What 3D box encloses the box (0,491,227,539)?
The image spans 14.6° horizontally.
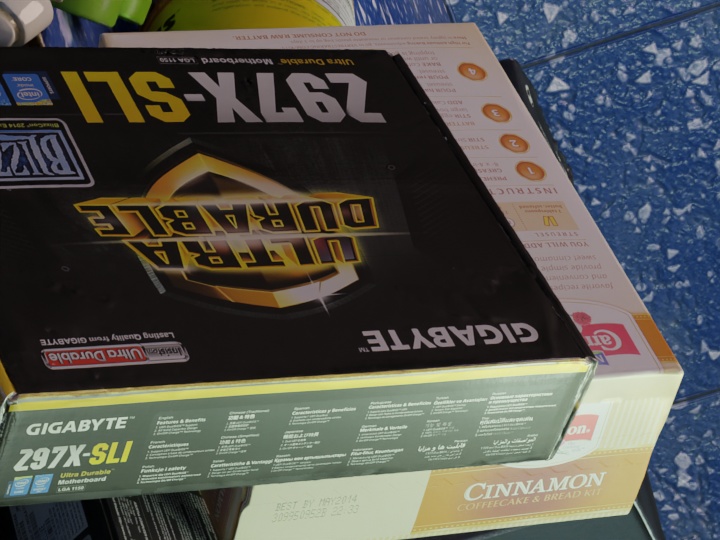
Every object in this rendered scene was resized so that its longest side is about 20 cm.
[{"bbox_3d":[-0.029,0.156,0.909,0.158,0.050,0.200,30,25,-41],"label":"box"}]

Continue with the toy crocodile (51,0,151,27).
[{"bbox_3d":[-0.119,-0.149,1.243,0.200,0.062,0.068,-42,154,-83],"label":"toy crocodile"}]

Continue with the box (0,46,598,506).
[{"bbox_3d":[-0.048,-0.005,0.874,0.160,0.200,0.049,59,-41,41],"label":"box"}]

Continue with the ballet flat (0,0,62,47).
[{"bbox_3d":[-0.123,-0.066,0.955,0.068,0.067,0.200,-42,120,-39],"label":"ballet flat"}]

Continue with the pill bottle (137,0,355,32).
[{"bbox_3d":[-0.055,-0.099,1.365,0.200,0.109,0.109,-95,165,-56],"label":"pill bottle"}]

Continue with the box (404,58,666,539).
[{"bbox_3d":[0.004,0.047,1.150,0.123,0.200,0.199,55,19,-65],"label":"box"}]

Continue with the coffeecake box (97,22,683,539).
[{"bbox_3d":[0.000,0.000,0.995,0.200,0.153,0.073,-117,-148,-43],"label":"coffeecake box"}]
